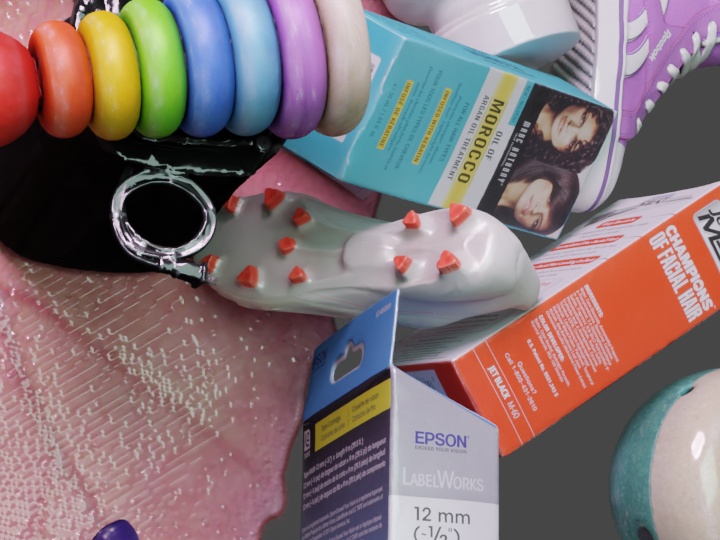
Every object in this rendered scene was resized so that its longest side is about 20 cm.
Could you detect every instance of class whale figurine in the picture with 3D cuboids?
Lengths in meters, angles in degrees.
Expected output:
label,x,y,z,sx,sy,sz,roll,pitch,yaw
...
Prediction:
label,x,y,z,sx,sy,sz,roll,pitch,yaw
whale figurine,0.206,0.149,1.549,0.159,0.104,0.200,-41,114,-35

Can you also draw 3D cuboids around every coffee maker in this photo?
label,x,y,z,sx,sy,sz,roll,pitch,yaw
coffee maker,-0.120,-0.067,1.425,0.134,0.200,0.193,28,65,-8

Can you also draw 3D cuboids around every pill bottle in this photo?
label,x,y,z,sx,sy,sz,roll,pitch,yaw
pill bottle,0.050,-0.207,1.583,0.111,0.111,0.201,-17,80,-24

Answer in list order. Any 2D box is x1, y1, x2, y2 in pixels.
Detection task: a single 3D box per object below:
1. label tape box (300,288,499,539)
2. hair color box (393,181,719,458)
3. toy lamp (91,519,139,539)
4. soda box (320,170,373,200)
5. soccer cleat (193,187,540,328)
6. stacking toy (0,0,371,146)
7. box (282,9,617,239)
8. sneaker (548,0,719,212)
label,x,y,z,sx,sy,sz,roll,pitch,yaw
label tape box,0.019,0.125,1.443,0.066,0.143,0.201,8,73,-18
hair color box,0.110,0.028,1.526,0.200,0.111,0.064,-33,101,-26
toy lamp,-0.204,0.169,1.397,0.199,0.058,0.058,-9,77,-23
soda box,-0.053,-0.128,1.545,0.200,0.063,0.068,34,64,-7
soccer cleat,0.000,0.000,1.479,0.078,0.199,0.070,41,60,-47
stacking toy,-0.099,-0.091,1.288,0.199,0.085,0.086,-9,76,-19
box,0.049,-0.075,1.492,0.200,0.049,0.083,13,106,-51
sneaker,0.170,-0.117,1.625,0.114,0.073,0.201,19,69,-20
